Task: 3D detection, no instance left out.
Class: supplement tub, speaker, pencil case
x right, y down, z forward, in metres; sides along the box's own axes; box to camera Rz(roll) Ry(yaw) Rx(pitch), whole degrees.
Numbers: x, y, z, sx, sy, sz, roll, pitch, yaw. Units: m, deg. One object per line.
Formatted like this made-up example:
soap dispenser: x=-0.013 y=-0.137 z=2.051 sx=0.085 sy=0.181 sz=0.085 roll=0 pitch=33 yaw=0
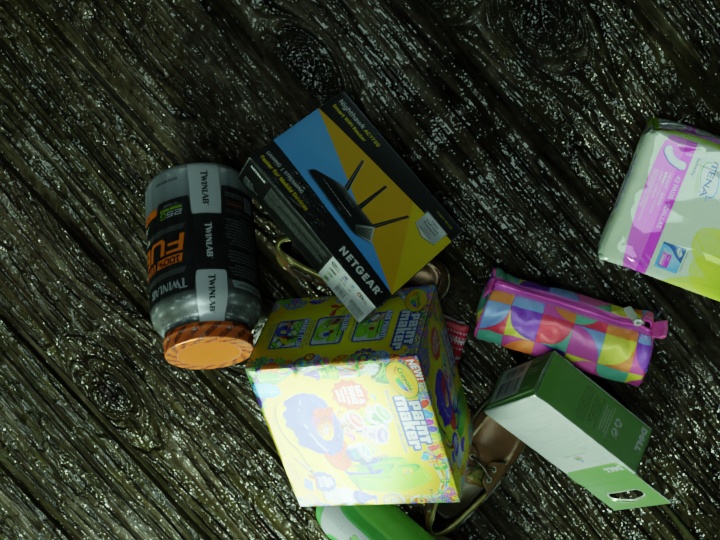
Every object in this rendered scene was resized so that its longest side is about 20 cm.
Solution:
supplement tub: x=-0.171 y=-0.004 z=1.144 sx=0.121 sy=0.122 sz=0.203 roll=-17 pitch=64 yaw=19
speaker: x=0.037 y=0.322 z=1.224 sx=0.199 sy=0.088 sz=0.090 roll=34 pitch=118 yaw=38
pencil case: x=0.223 y=0.058 z=1.133 sx=0.197 sy=0.088 sz=0.090 roll=13 pitch=111 yaw=9

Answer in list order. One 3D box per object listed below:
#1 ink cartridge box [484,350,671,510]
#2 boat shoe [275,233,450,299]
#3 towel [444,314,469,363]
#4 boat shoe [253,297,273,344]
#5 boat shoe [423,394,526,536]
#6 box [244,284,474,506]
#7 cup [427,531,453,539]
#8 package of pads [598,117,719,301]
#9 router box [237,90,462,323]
ink cartridge box: x=0.244 y=0.178 z=1.146 sx=0.199 sy=0.060 sz=0.104 roll=38 pitch=151 yaw=-11
boat shoe: x=0.000 y=0.000 z=1.162 sx=0.197 sy=0.068 sz=0.073 roll=9 pitch=87 yaw=10
towel: x=0.032 y=0.129 z=1.239 sx=0.143 sy=0.023 sz=0.203 roll=20 pitch=112 yaw=6
boat shoe: x=-0.158 y=0.044 z=1.240 sx=0.199 sy=0.057 sz=0.067 roll=40 pitch=113 yaw=-1
boat shoe: x=0.139 y=0.229 z=1.219 sx=0.071 sy=0.068 sz=0.202 roll=28 pitch=113 yaw=4
box: x=0.006 y=0.138 z=1.140 sx=0.190 sy=0.123 sz=0.202 roll=-7 pitch=122 yaw=19
cup: x=0.063 y=0.442 z=1.271 sx=0.197 sy=0.143 sz=0.204 roll=5 pitch=110 yaw=13
package of pads: x=0.360 y=-0.056 z=1.066 sx=0.197 sy=0.068 sz=0.157 roll=20 pitch=113 yaw=6
router box: x=-0.010 y=-0.069 z=1.102 sx=0.201 sy=0.149 sz=0.051 roll=49 pitch=148 yaw=2
